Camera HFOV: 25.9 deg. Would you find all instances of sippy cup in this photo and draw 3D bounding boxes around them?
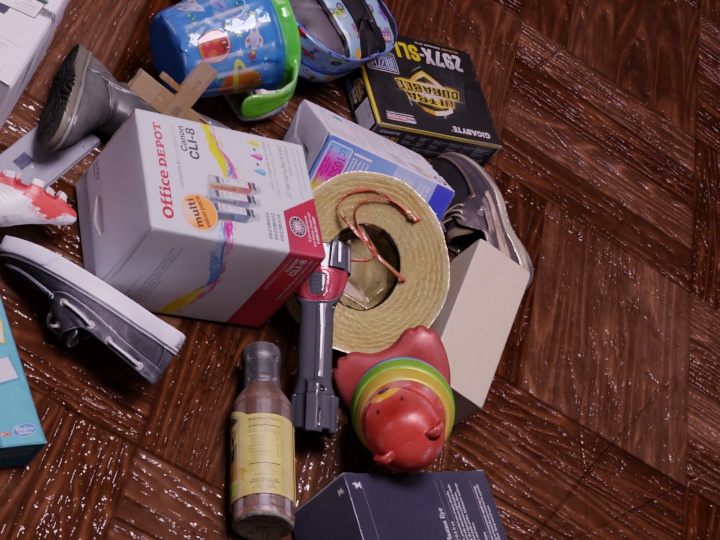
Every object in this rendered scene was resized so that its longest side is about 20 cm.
[{"bbox_3d":[-0.153,-0.246,1.688,0.130,0.140,0.178,-20,26,-26],"label":"sippy cup"}]

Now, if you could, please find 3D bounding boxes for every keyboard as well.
[{"bbox_3d":[-0.335,-0.104,1.579,0.056,0.011,0.200,39,41,0],"label":"keyboard"}]

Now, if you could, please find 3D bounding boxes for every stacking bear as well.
[{"bbox_3d":[0.041,0.141,1.548,0.200,0.121,0.114,-91,159,-80],"label":"stacking bear"}]

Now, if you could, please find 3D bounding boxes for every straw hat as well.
[{"bbox_3d":[0.000,0.000,1.704,0.200,0.085,0.202,2,78,-9],"label":"straw hat"}]

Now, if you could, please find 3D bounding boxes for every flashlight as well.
[{"bbox_3d":[-0.045,0.070,1.601,0.068,0.068,0.201,14,71,-41],"label":"flashlight"}]

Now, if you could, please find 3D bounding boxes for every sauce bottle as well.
[{"bbox_3d":[-0.095,0.162,1.521,0.065,0.065,0.201,21,45,-26],"label":"sauce bottle"}]

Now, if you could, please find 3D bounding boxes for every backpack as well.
[{"bbox_3d":[-0.062,-0.308,1.871,0.200,0.135,0.182,52,39,9],"label":"backpack"}]

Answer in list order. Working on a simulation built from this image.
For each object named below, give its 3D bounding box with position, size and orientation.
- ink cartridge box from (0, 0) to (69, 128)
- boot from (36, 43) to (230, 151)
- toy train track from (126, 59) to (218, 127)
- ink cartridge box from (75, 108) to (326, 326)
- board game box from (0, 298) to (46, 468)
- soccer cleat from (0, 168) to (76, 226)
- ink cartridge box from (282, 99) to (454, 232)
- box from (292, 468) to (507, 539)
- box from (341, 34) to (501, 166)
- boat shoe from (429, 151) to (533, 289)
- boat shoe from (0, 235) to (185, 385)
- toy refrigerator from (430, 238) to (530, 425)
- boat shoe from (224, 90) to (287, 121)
[{"bbox_3d":[-0.363,-0.210,1.534,0.084,0.146,0.200,28,43,-11],"label":"ink cartridge box"},{"bbox_3d":[-0.231,-0.141,1.645,0.200,0.073,0.182,36,34,-23],"label":"boot"},{"bbox_3d":[-0.168,-0.148,1.624,0.200,0.115,0.033,38,2,-40],"label":"toy train track"},{"bbox_3d":[-0.164,-0.049,1.571,0.199,0.145,0.146,9,54,-33],"label":"ink cartridge box"},{"bbox_3d":[-0.376,0.079,1.365,0.151,0.047,0.201,-1,59,-40],"label":"board game box"},{"bbox_3d":[-0.364,-0.061,1.473,0.200,0.069,0.085,17,91,-37],"label":"soccer cleat"},{"bbox_3d":[0.018,-0.106,1.782,0.199,0.077,0.136,22,15,-23],"label":"ink cartridge box"},{"bbox_3d":[0.053,0.302,1.500,0.182,0.104,0.201,6,54,-38],"label":"box"},{"bbox_3d":[0.071,-0.221,1.981,0.199,0.049,0.160,8,52,-35],"label":"box"},{"bbox_3d":[0.135,-0.056,1.881,0.073,0.075,0.200,-12,65,-45],"label":"boat shoe"},{"bbox_3d":[-0.265,0.039,1.477,0.200,0.072,0.068,32,79,2],"label":"boat shoe"},{"bbox_3d":[0.117,0.069,1.753,0.076,0.070,0.200,34,52,-13],"label":"toy refrigerator"},{"bbox_3d":[-0.169,-0.256,1.800,0.086,0.075,0.202,-26,85,-42],"label":"boat shoe"}]
